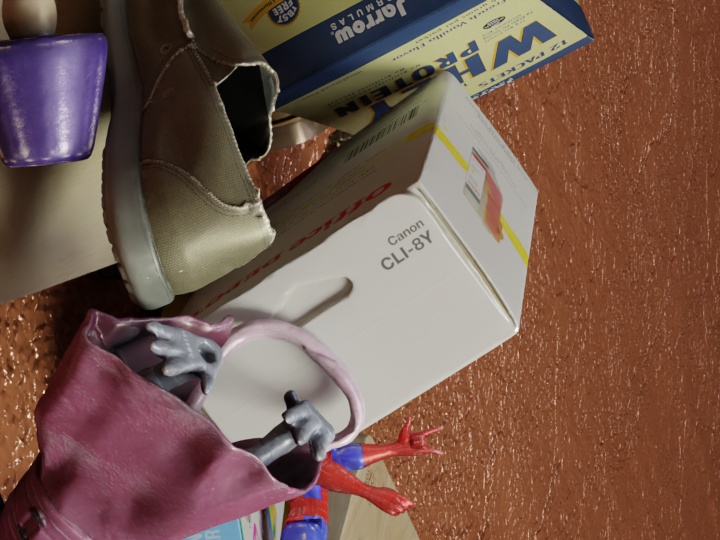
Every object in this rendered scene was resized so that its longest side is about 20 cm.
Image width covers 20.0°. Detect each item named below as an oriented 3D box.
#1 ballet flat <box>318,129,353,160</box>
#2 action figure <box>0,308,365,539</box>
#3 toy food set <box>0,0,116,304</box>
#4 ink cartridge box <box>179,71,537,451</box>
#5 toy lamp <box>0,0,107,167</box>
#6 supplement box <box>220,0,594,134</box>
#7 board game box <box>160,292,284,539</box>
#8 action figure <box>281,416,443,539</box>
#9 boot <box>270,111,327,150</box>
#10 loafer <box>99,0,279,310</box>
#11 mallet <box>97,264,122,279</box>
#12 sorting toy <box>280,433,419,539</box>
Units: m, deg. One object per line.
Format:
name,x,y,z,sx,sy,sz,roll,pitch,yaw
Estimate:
ballet flat,-0.011,-0.010,1.207,0.064,0.076,0.200,-54,159,-38
action figure,-0.117,0.091,0.831,0.134,0.200,0.149,48,25,0
toy food set,-0.148,-0.068,0.869,0.200,0.060,0.144,-25,110,-60
ink cartridge box,0.000,0.000,0.953,0.083,0.145,0.200,53,17,-11
toy lamp,-0.131,-0.140,0.782,0.058,0.058,0.200,-25,110,-68
supplement box,0.002,-0.190,1.042,0.200,0.134,0.200,67,16,9
board game box,-0.071,0.086,1.038,0.200,0.040,0.153,-86,170,-66
action figure,-0.001,0.140,1.019,0.065,0.099,0.200,74,9,-75
boot,-0.021,-0.148,1.202,0.200,0.074,0.076,-55,132,-53
loafer,-0.066,-0.069,0.837,0.075,0.070,0.200,75,7,-51
mallet,-0.118,-0.095,0.980,0.066,0.041,0.200,-5,100,-74
sorting toy,-0.025,0.231,1.224,0.199,0.070,0.200,67,31,-50
